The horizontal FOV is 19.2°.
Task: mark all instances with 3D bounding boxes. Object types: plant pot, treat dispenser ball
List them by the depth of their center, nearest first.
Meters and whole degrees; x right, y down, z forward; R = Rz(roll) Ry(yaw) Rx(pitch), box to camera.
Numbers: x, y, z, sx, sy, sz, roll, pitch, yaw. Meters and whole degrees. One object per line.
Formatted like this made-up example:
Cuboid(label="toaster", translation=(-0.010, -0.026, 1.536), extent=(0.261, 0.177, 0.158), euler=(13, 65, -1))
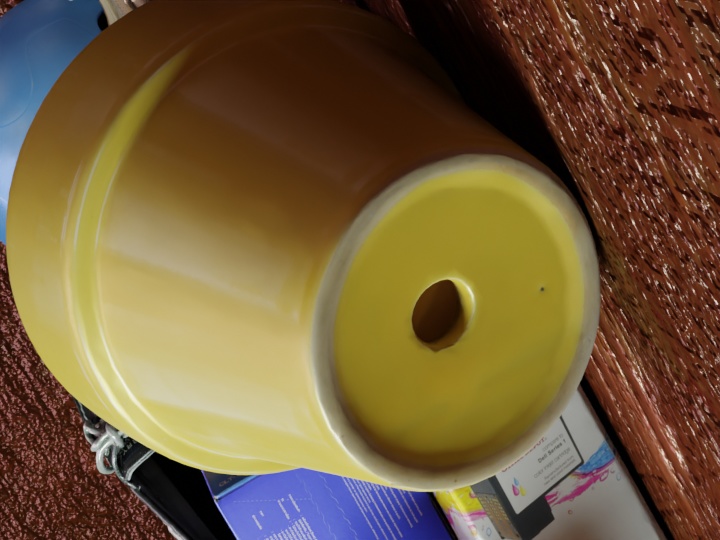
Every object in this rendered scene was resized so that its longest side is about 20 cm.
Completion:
Cuboid(label="plant pot", translation=(-0.012, -0.004, 0.834), extent=(0.189, 0.201, 0.201), euler=(23, 146, 56))
Cuboid(label="treat dispenser ball", translation=(-0.174, -0.094, 1.436), extent=(0.201, 0.201, 0.201), euler=(59, 176, 8))

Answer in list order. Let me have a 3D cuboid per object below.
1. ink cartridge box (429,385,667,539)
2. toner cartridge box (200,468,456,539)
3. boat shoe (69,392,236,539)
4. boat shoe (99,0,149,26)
Cuboid(label="ink cartridge box", translation=(0.077, 0.098, 1.060), extent=(0.200, 0.084, 0.145), euler=(60, 176, -7))
Cuboid(label="toner cartridge box", translation=(0.008, 0.161, 1.082), extent=(0.200, 0.095, 0.043), euler=(62, 176, -23))
Cuboid(label="boat shoe", translation=(-0.112, 0.088, 1.146), extent=(0.199, 0.074, 0.068), euler=(52, -156, 11))
Cuboid(label="boat shoe", translation=(-0.118, -0.175, 1.145), extent=(0.200, 0.072, 0.065), euler=(65, 147, 21))
